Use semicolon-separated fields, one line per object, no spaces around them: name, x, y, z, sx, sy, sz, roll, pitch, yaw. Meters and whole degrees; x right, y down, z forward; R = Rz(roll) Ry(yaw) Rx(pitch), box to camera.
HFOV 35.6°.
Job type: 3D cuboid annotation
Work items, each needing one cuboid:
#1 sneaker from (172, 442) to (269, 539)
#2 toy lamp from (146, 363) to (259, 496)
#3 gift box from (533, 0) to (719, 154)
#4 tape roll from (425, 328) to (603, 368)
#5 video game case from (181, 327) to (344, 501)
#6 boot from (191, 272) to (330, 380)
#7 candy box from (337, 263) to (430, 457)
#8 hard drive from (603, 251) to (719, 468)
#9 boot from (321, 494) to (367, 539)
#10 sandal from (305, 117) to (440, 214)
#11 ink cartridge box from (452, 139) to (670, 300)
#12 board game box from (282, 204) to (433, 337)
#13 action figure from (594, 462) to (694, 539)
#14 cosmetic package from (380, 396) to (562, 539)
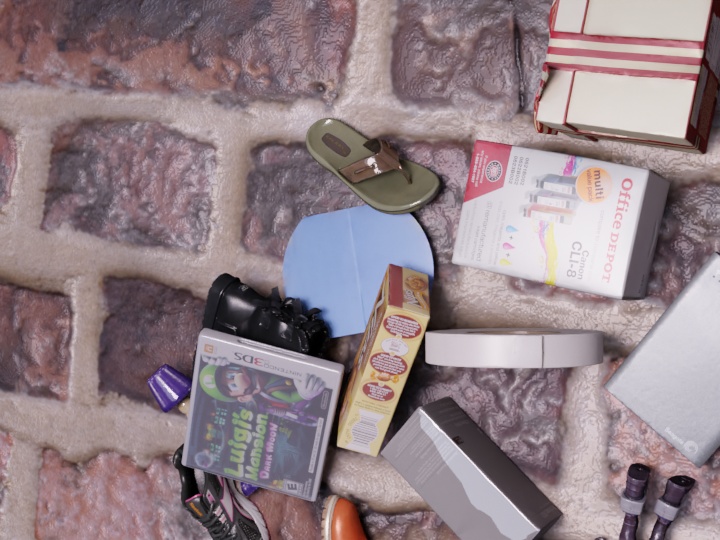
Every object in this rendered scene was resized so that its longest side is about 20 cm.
sneaker;-0.197;0.315;1.487;0.080;0.086;0.200;-35;76;22
toy lamp;-0.199;0.205;1.471;0.058;0.058;0.200;-40;98;18
gift box;0.286;-0.232;1.219;0.186;0.200;0.185;12;89;25
tape roll;0.172;0.086;1.260;0.202;0.203;0.037;0;90;24
video game case;-0.125;0.182;1.396;0.181;0.023;0.201;14;117;6
boot;-0.127;0.109;1.442;0.162;0.073;0.199;26;122;21
candy box;0.027;0.107;1.343;0.055;0.116;0.201;17;114;-6
hard drive;0.388;0.100;1.255;0.140;0.033;0.200;41;105;19
boot;0.017;0.371;1.403;0.107;0.075;0.201;-16;91;20
sandal;0.008;-0.135;1.401;0.201;0.057;0.080;31;70;23
ink cartridge box;0.229;-0.056;1.267;0.199;0.145;0.146;12;94;23
board game box;0.000;0.000;1.429;0.199;0.039;0.159;-11;84;16
action figure;0.314;0.324;1.270;0.130;0.069;0.201;18;101;16
cosmetic package;0.132;0.252;1.330;0.200;0.107;0.090;42;106;17
